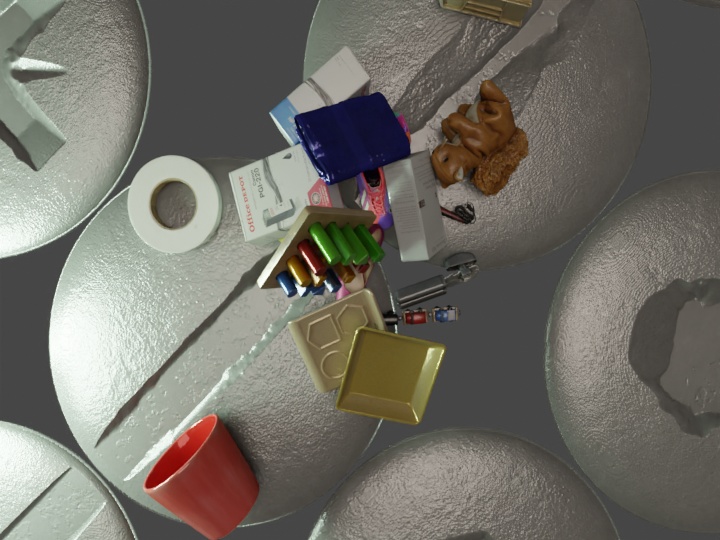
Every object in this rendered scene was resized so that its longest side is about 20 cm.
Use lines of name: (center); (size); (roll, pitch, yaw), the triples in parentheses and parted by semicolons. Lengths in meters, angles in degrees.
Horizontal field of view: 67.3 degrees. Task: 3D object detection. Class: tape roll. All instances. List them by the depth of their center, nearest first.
tape roll: (-0.395, -0.140, 1.157); (0.196, 0.037, 0.210); (0, 92, -2)

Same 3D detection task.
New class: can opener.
can opener: (0.164, 0.019, 1.176); (0.194, 0.054, 0.068); (-19, 61, 0)

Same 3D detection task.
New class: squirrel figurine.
squirrel figurine: (0.241, -0.239, 1.106); (0.199, 0.141, 0.189); (39, 77, -14)

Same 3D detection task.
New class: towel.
towel: (-0.014, -0.247, 1.015); (0.196, 0.050, 0.151); (-23, 79, -24)

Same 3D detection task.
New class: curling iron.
curling iron: (0.159, -0.148, 1.170); (0.195, 0.026, 0.051); (21, 122, 8)

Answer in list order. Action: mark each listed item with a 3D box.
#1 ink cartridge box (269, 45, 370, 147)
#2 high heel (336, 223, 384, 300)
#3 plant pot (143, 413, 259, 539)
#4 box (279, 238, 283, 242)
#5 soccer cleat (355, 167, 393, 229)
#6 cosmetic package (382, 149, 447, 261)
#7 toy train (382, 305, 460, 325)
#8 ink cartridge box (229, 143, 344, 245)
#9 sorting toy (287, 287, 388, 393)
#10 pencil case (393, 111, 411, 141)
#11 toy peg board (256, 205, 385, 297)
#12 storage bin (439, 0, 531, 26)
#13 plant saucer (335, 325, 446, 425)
ink cartridge box: (-0.078, -0.337, 1.100); (0.199, 0.146, 0.087); (-39, 91, 1)
high heel: (0.000, 0.000, 1.139); (0.066, 0.096, 0.205); (25, 90, -10)
plant pot: (-0.314, 0.434, 1.113); (0.199, 0.201, 0.179); (-37, 103, 1)
box: (-0.134, -0.106, 1.159); (0.198, 0.048, 0.119); (36, 91, 0)
soccer cleat: (0.030, -0.161, 1.112); (0.066, 0.074, 0.204); (-21, 124, -2)
cosmetic package: (0.114, -0.132, 1.110); (0.072, 0.101, 0.206); (-5, 107, 35)
toy train: (0.123, 0.100, 1.172); (0.193, 0.046, 0.035); (-5, 92, -1)
ink cartridge box: (-0.146, -0.152, 1.071); (0.195, 0.085, 0.150); (-18, 84, 17)
sorting toy: (-0.036, 0.150, 1.158); (0.195, 0.037, 0.189); (-21, 111, 3)
pencil case: (0.009, -0.263, 1.139); (0.195, 0.088, 0.091); (-24, 93, -2)
toy peg board: (-0.063, -0.012, 1.045); (0.200, 0.197, 0.099); (-51, 62, 29)
storage bin: (0.274, -0.648, 1.123); (0.192, 0.094, 0.207); (13, 92, -1)
plant saucer: (0.060, 0.215, 1.146); (0.194, 0.049, 0.205); (13, 110, -10)
